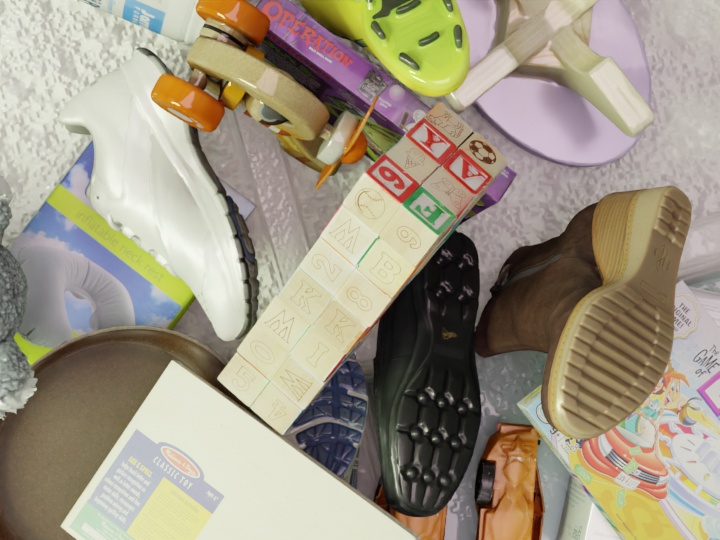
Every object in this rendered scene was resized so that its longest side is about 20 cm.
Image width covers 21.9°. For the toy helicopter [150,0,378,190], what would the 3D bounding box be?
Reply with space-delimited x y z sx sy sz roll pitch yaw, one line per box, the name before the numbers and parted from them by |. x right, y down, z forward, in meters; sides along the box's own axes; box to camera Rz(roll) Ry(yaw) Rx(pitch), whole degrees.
toy helicopter | -0.041 -0.098 1.198 0.132 0.200 0.079 25 84 18

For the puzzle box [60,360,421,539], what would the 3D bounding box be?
puzzle box | -0.078 0.167 1.192 0.199 0.025 0.134 35 91 12

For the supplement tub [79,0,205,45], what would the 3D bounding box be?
supplement tub | -0.163 -0.239 1.220 0.199 0.132 0.133 23 89 -4

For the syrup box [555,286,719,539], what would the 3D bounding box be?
syrup box | 0.199 0.109 1.279 0.081 0.079 0.202 12 89 -5

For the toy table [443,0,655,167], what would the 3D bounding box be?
toy table | 0.128 -0.163 1.253 0.200 0.117 0.184 40 87 -3

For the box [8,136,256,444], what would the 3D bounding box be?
box | -0.175 0.002 1.264 0.122 0.048 0.201 37 88 -4

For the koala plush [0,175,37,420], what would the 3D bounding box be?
koala plush | -0.296 0.023 1.159 0.198 0.184 0.179 -2 93 18

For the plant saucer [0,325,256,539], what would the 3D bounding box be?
plant saucer | -0.164 0.128 1.242 0.199 0.032 0.202 -8 109 -23

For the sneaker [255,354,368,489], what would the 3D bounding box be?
sneaker | -0.034 0.144 1.265 0.076 0.085 0.202 2 68 -1

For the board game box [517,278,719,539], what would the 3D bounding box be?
board game box | 0.216 0.125 1.224 0.134 0.034 0.200 -39 93 -4

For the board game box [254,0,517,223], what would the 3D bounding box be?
board game box | 0.006 -0.105 1.241 0.199 0.120 0.032 37 84 -5

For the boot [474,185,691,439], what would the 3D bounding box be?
boot | 0.129 0.040 1.201 0.072 0.166 0.201 40 56 -17

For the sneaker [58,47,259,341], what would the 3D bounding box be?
sneaker | -0.127 -0.041 1.215 0.087 0.075 0.201 -26 82 1

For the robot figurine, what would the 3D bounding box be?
robot figurine | 0.065 0.203 1.280 0.144 0.058 0.202 6 89 -4

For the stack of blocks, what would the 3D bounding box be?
stack of blocks | 0.000 0.000 1.175 0.058 0.115 0.200 40 127 3

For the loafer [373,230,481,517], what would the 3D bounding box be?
loafer | 0.042 0.069 1.244 0.068 0.070 0.202 15 65 -22

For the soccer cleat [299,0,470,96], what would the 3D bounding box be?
soccer cleat | 0.011 -0.171 1.222 0.064 0.084 0.200 -33 55 -14
